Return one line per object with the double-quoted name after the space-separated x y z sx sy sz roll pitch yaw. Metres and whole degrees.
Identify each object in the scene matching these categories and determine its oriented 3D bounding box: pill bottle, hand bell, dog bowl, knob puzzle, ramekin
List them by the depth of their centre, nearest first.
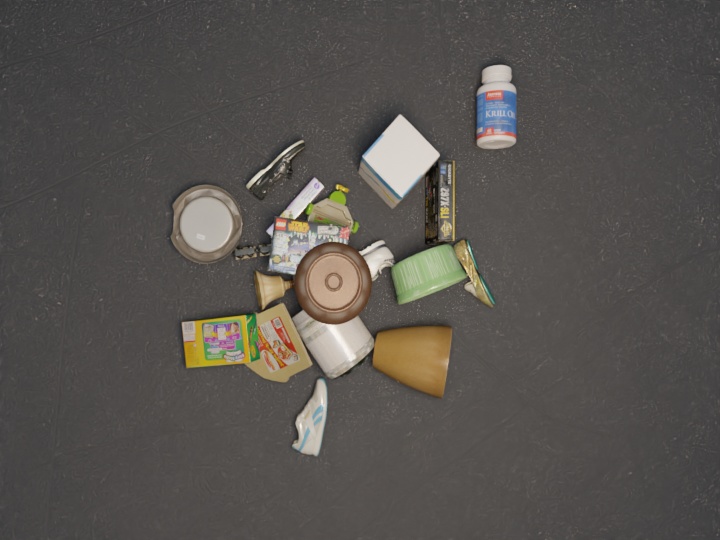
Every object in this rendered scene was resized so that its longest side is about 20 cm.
0.174 0.008 1.460 0.195 0.200 0.100 -20 83 -5 "ramekin"
-0.237 0.201 1.468 0.213 0.030 0.227 6 106 20 "knob puzzle"
-0.408 -0.121 1.479 0.193 0.059 0.207 0 89 -4 "dog bowl"
-0.182 0.035 1.494 0.194 0.104 0.108 -11 90 -18 "hand bell"
0.374 -0.449 1.526 0.108 0.112 0.207 0 89 -5 "pill bottle"

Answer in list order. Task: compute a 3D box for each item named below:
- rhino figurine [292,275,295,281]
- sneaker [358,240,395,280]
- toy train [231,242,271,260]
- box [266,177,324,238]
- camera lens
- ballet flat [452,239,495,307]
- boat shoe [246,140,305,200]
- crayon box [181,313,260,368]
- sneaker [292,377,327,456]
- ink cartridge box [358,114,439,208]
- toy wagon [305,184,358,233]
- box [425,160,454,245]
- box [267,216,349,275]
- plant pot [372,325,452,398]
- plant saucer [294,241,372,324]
-0.104 -0.032 1.453 0.086 0.060 0.203 34 87 -20 "rhino figurine"
0.000 0.000 1.496 0.197 0.076 0.082 -31 80 -4 "sneaker"
-0.250 -0.057 1.498 0.194 0.046 0.035 -8 84 -8 "toy train"
-0.177 -0.165 1.508 0.039 0.041 0.201 41 85 -2 "box"
-0.069 0.165 1.450 0.158 0.160 0.202 -35 91 -5 "camera lens"
0.309 0.015 1.539 0.069 0.071 0.205 -24 91 -5 "ballet flat"
-0.215 -0.266 1.491 0.198 0.074 0.067 -41 94 -4 "boat shoe"
-0.365 0.183 1.443 0.194 0.058 0.123 -7 89 16 "crayon box"
-0.131 0.390 1.483 0.078 0.077 0.207 10 86 -2 "sneaker"
0.094 -0.278 1.454 0.146 0.200 0.147 44 86 -1 "ink cartridge box"
-0.081 -0.131 1.501 0.152 0.039 0.206 19 86 -22 "toy wagon"
0.211 -0.176 1.482 0.048 0.160 0.207 1 88 -4 "box"
-0.129 -0.053 1.402 0.193 0.040 0.142 7 86 -2 "box"
0.134 0.228 1.470 0.194 0.186 0.193 8 88 8 "plant pot"
-0.066 0.030 1.360 0.194 0.037 0.207 0 86 -4 "plant saucer"
